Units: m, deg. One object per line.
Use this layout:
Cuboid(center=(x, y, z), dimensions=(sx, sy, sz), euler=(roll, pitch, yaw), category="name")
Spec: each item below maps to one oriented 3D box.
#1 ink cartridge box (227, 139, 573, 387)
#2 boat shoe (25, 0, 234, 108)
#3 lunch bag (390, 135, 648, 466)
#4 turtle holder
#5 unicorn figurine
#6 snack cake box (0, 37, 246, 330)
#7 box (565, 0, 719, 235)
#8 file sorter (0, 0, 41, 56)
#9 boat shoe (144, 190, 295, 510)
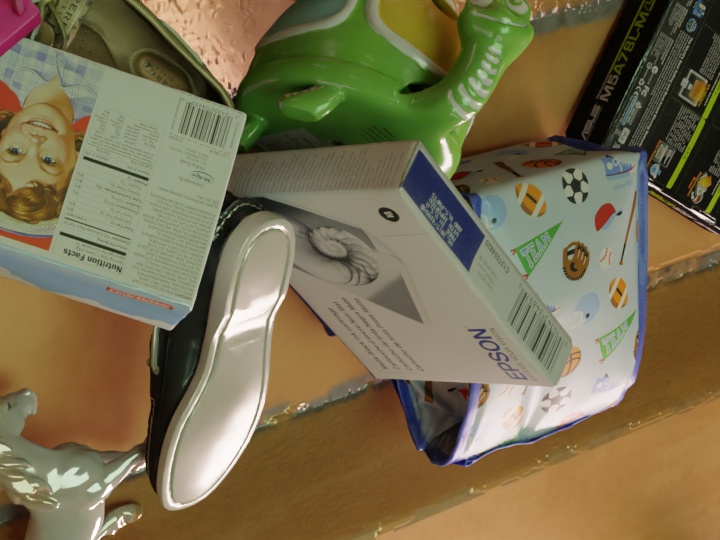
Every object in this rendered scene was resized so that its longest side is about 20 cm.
Cuboid(center=(0.000, 0.000, 1.099), dimensions=(0.200, 0.199, 0.041), euler=(49, 55, -38), category="ink cartridge box")
Cuboid(center=(-0.151, -0.138, 1.020), dimensions=(0.200, 0.063, 0.074), euler=(28, 90, -40), category="boat shoe")
Cuboid(center=(0.105, 0.021, 1.240), dimensions=(0.169, 0.124, 0.201), euler=(-16, 109, -33), category="lunch bag")
Cuboid(center=(0.008, -0.119, 1.078), dimensions=(0.140, 0.186, 0.132), euler=(24, 66, -6), category="turtle holder")
Cuboid(center=(-0.176, 0.137, 1.101), dimensions=(0.137, 0.074, 0.201), euler=(-11, 111, -38), category="unicorn figurine")
Cuboid(center=(-0.173, -0.055, 0.956), dimensions=(0.199, 0.067, 0.116), euler=(19, 74, -12), category="snack cake box")
Cuboid(center=(0.262, -0.145, 1.344), dimensions=(0.193, 0.047, 0.201), euler=(24, 91, -43), category="box")
Cuboid(center=(-0.275, -0.127, 0.849), dimensions=(0.200, 0.139, 0.125), euler=(-43, 171, -15), category="file sorter")
Cuboid(center=(-0.094, 0.046, 1.058), dimensions=(0.074, 0.060, 0.201), euler=(-18, 131, -46), category="boat shoe")
